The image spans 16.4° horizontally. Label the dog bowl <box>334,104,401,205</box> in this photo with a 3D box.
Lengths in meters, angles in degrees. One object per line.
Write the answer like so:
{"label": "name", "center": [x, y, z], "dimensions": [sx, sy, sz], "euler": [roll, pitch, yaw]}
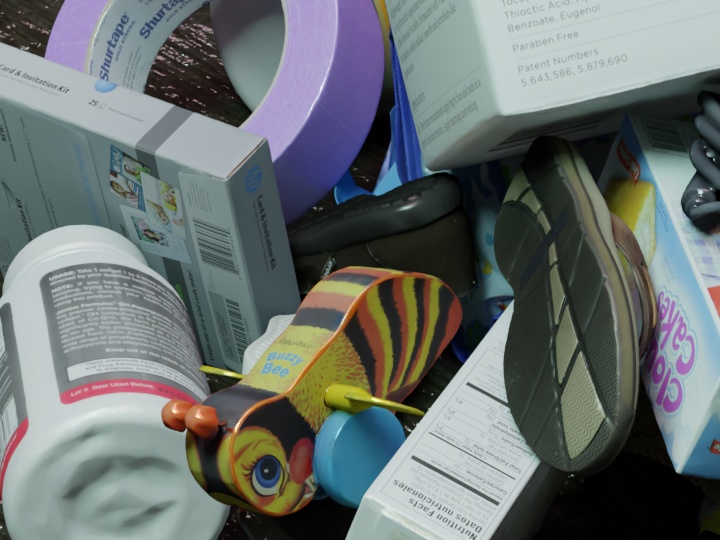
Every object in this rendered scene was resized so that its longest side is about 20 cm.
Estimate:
{"label": "dog bowl", "center": [0.056, -0.048, 1.490], "dimensions": [0.111, 0.050, 0.200], "euler": [11, 33, 17]}

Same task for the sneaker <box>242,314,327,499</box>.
{"label": "sneaker", "center": [-0.024, 0.072, 1.282], "dimensions": [0.074, 0.082, 0.200], "euler": [12, 10, 15]}

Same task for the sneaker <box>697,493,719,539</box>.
{"label": "sneaker", "center": [0.255, 0.135, 1.182], "dimensions": [0.199, 0.076, 0.076], "euler": [4, 38, 28]}

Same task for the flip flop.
{"label": "flip flop", "center": [0.101, 0.013, 1.108], "dimensions": [0.057, 0.081, 0.200], "euler": [24, 29, -19]}

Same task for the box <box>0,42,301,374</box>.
{"label": "box", "center": [-0.127, -0.030, 1.354], "dimensions": [0.199, 0.156, 0.041], "euler": [19, 50, 30]}

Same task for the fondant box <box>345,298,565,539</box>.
{"label": "fondant box", "center": [0.045, 0.111, 1.131], "dimensions": [0.058, 0.145, 0.200], "euler": [29, 38, 11]}

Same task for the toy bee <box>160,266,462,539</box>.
{"label": "toy bee", "center": [-0.030, 0.069, 1.107], "dimensions": [0.130, 0.109, 0.201], "euler": [-15, 47, 35]}

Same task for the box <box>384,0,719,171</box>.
{"label": "box", "center": [0.124, -0.142, 1.205], "dimensions": [0.199, 0.131, 0.199], "euler": [-14, -3, -9]}

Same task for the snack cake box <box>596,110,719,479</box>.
{"label": "snack cake box", "center": [0.184, 0.014, 1.134], "dimensions": [0.114, 0.067, 0.200], "euler": [10, 32, -15]}

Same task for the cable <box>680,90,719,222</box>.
{"label": "cable", "center": [0.242, -0.026, 1.126], "dimensions": [0.199, 0.051, 0.163], "euler": [17, 26, 2]}

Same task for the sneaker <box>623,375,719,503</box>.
{"label": "sneaker", "center": [0.184, 0.052, 1.203], "dimensions": [0.112, 0.072, 0.200], "euler": [-34, 40, -32]}

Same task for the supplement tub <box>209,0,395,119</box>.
{"label": "supplement tub", "center": [0.018, -0.179, 1.612], "dimensions": [0.200, 0.145, 0.144], "euler": [-25, 39, -35]}

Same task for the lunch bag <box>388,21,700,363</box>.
{"label": "lunch bag", "center": [0.116, -0.063, 1.368], "dimensions": [0.169, 0.127, 0.201], "euler": [-8, 72, -26]}

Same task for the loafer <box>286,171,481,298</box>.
{"label": "loafer", "center": [0.000, 0.000, 1.344], "dimensions": [0.073, 0.072, 0.200], "euler": [-25, 5, -23]}

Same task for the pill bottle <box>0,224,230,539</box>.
{"label": "pill bottle", "center": [-0.132, 0.061, 1.251], "dimensions": [0.110, 0.111, 0.200], "euler": [-6, 32, -10]}

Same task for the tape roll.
{"label": "tape roll", "center": [-0.088, -0.118, 1.471], "dimensions": [0.199, 0.066, 0.201], "euler": [-10, 67, 24]}
